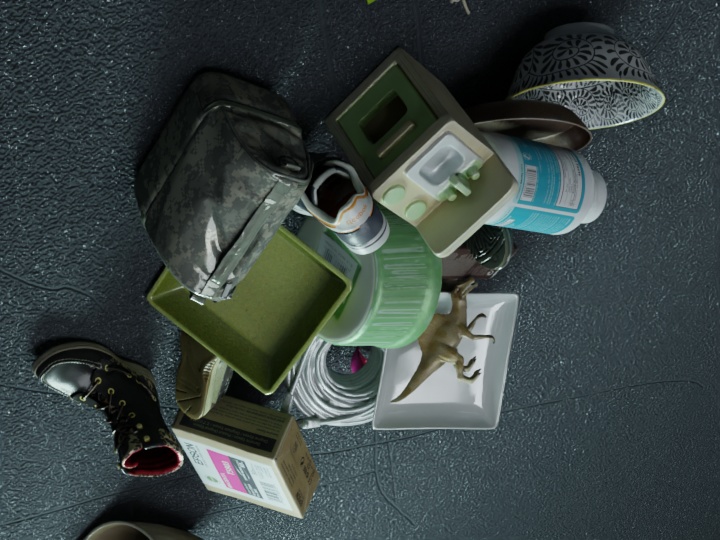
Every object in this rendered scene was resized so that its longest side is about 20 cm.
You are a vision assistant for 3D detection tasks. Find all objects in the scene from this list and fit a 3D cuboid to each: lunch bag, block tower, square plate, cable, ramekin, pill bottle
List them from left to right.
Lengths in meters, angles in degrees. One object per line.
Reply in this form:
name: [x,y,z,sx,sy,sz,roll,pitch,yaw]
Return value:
lunch bag: [-0.146,-0.085,1.418,0.138,0.168,0.200,18,123,-35]
cable: [-0.014,0.120,1.807,0.198,0.069,0.202,5,108,-19]
ramekin: [0.000,0.000,1.617,0.097,0.201,0.201,-2,135,-40]
block tower: [0.109,0.062,1.826,0.057,0.054,0.202,-17,110,-17]
square plate: [0.115,0.122,1.798,0.198,0.028,0.200,3,103,-24]
pill bottle: [0.213,-0.104,1.618,0.198,0.111,0.111,7,129,-36]

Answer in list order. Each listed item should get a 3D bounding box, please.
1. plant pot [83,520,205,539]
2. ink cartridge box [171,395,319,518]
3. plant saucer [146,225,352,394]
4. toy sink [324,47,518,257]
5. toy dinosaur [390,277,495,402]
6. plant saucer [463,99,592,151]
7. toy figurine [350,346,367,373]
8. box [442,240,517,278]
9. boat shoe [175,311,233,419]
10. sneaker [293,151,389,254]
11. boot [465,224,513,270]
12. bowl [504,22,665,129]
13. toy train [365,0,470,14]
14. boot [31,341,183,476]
plant pot: [-0.306,0.468,1.985,0.187,0.188,0.199,-45,158,18]
ink cartridge box: [-0.158,0.258,1.835,0.201,0.163,0.076,73,35,-54]
plant saucer: [-0.131,0.018,1.592,0.201,0.199,0.048,-52,180,27]
toy sink: [0.067,-0.137,1.508,0.130,0.201,0.112,-42,143,15]
toy dinosaur: [0.115,0.109,1.759,0.101,0.058,0.201,32,82,-12]
plant saucer: [0.190,-0.175,1.632,0.198,0.035,0.200,-1,170,0]
toy figurine: [0.076,0.130,1.920,0.182,0.150,0.202,0,119,-25]
box: [0.102,-0.049,1.726,0.198,0.101,0.075,-1,145,-38]
boat shoe: [-0.196,0.101,1.713,0.065,0.073,0.201,-30,146,-53]
sneaker: [-0.044,-0.098,1.482,0.078,0.200,0.080,-45,137,-8]
boot: [0.220,-0.072,1.738,0.199,0.183,0.073,9,140,-38]
bowl: [0.273,-0.246,1.606,0.198,0.095,0.201,0,169,0]
toy train: [0.048,-0.317,1.391,0.115,0.085,0.200,-22,145,3]
boot: [-0.310,0.176,1.629,0.073,0.151,0.200,-41,145,13]
